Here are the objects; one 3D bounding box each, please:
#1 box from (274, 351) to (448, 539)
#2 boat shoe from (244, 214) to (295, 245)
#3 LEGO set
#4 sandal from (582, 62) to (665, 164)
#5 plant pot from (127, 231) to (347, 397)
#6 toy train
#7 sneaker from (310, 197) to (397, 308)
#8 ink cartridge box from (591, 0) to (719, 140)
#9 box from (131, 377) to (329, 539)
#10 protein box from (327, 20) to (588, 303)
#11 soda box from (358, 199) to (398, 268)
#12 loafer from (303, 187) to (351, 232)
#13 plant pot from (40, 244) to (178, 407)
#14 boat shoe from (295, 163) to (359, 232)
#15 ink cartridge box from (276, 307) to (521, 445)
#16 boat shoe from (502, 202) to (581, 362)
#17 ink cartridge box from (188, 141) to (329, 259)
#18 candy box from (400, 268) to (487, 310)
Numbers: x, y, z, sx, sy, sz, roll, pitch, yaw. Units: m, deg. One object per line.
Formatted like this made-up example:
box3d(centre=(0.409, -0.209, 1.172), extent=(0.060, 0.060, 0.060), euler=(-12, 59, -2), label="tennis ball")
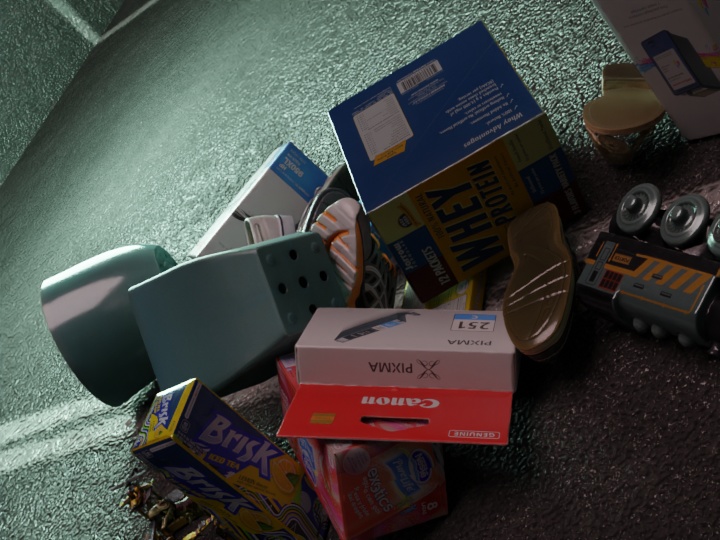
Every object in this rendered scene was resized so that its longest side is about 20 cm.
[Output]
box3d(centre=(-0.003, 0.147, 1.003), extent=(0.101, 0.096, 0.200), euler=(-13, 23, -15), label="box")
box3d(centre=(-0.115, 0.026, 1.281), extent=(0.075, 0.084, 0.206), euler=(127, 141, -62), label="boat shoe")
box3d(centre=(-0.200, 0.245, 1.167), extent=(0.199, 0.116, 0.155), euler=(-32, 31, 27), label="LEGO set")
box3d(centre=(0.263, -0.143, 1.090), extent=(0.076, 0.071, 0.212), euler=(4, 28, 14), label="sandal")
box3d(centre=(-0.115, 0.043, 1.128), extent=(0.140, 0.144, 0.199), euler=(-17, -6, -43), label="plant pot")
box3d(centre=(0.261, 0.003, 0.878), extent=(0.115, 0.085, 0.199), euler=(-62, 30, -3), label="toy train")
box3d(centre=(0.000, 0.000, 1.143), extent=(0.077, 0.202, 0.078), euler=(-29, 51, -23), label="sneaker")
box3d(centre=(0.305, -0.244, 1.002), extent=(0.087, 0.200, 0.147), euler=(-7, 45, 46), label="ink cartridge box")
box3d(centre=(-0.115, 0.191, 1.027), extent=(0.064, 0.200, 0.071), euler=(-23, 34, 38), label="box")
box3d(centre=(0.095, -0.116, 1.133), extent=(0.196, 0.136, 0.201), euler=(-29, 39, 7), label="protein box")
box3d(centre=(0.064, -0.102, 1.305), extent=(0.201, 0.064, 0.068), euler=(-53, 28, -11), label="soda box")
box3d(centre=(-0.043, 0.010, 1.245), extent=(0.063, 0.071, 0.204), euler=(154, 120, -65), label="loafer")
box3d(centre=(-0.314, 0.060, 1.507), extent=(0.159, 0.202, 0.201), euler=(-29, 29, 5), label="plant pot")
box3d(centre=(-0.052, -0.048, 1.394), extent=(0.064, 0.074, 0.205), euler=(-5, 55, 46), label="boat shoe")
box3d(centre=(0.038, 0.086, 0.955), extent=(0.196, 0.046, 0.177), euler=(0, 21, 11), label="ink cartridge box")
box3d(centre=(0.172, 0.016, 0.992), extent=(0.071, 0.066, 0.202), euler=(-28, 29, 23), label="boat shoe")
box3d(centre=(-0.140, -0.069, 1.498), extent=(0.201, 0.084, 0.144), euler=(-51, 11, -8), label="ink cartridge box")
box3d(centre=(0.088, 0.020, 1.152), extent=(0.101, 0.026, 0.202), euler=(-29, 32, 36), label="candy box")
